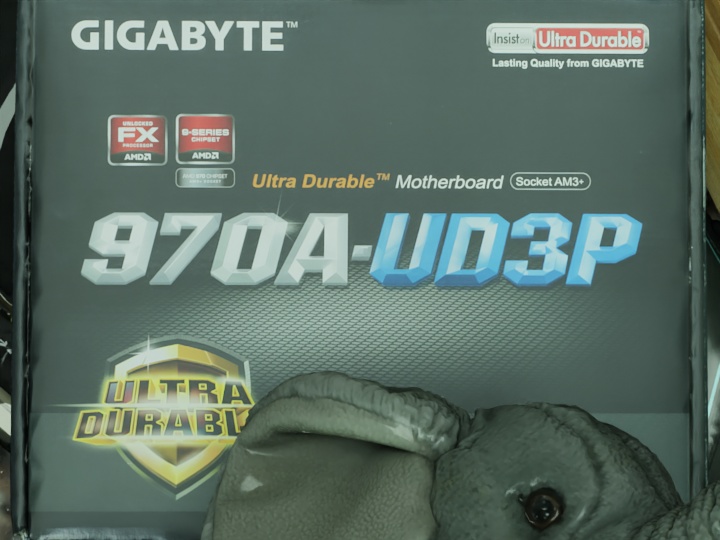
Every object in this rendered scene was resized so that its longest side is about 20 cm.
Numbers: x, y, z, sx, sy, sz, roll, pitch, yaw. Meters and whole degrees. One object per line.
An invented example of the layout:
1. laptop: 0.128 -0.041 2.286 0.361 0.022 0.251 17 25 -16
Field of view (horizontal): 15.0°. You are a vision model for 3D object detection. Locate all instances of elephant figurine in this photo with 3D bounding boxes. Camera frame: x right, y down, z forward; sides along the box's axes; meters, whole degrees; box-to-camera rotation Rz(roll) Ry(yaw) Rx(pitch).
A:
1. elephant figurine: 0.027 0.087 0.694 0.155 0.141 0.201 33 97 12

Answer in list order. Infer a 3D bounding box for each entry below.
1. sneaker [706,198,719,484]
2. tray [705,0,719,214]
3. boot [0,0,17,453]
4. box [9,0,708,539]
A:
1. sneaker: 0.089 0.007 0.863 0.079 0.075 0.201 -9 86 -14
2. tray: 0.153 -0.032 0.824 0.098 0.037 0.201 0 52 -30
3. boot: -0.085 -0.021 0.861 0.200 0.073 0.151 39 83 14
4. box: 0.000 0.000 0.794 0.199 0.046 0.160 1 86 -2
